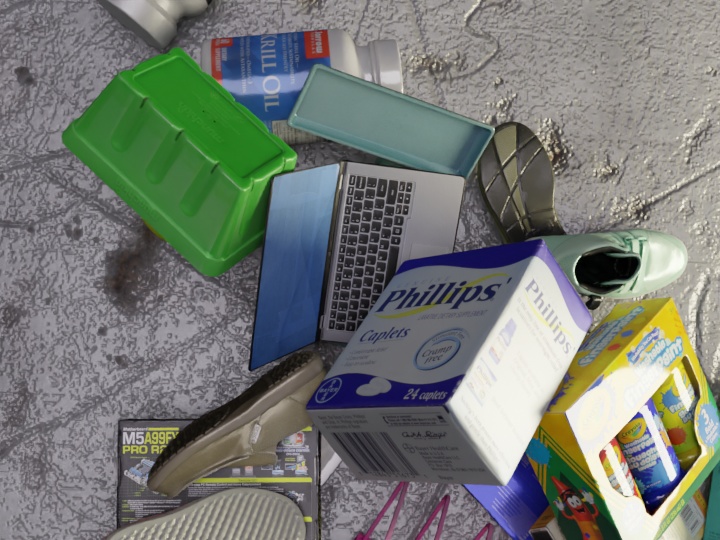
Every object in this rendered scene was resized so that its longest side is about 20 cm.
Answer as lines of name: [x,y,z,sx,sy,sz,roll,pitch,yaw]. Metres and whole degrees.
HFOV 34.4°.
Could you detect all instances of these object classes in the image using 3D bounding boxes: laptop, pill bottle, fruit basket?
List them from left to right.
fruit basket: [-0.173,-0.081,1.111,0.213,0.155,0.218,16,122,26]
pill bottle: [-0.180,-0.333,1.182,0.115,0.116,0.201,34,86,0]
pill bottle: [-0.059,-0.186,1.179,0.197,0.112,0.114,-6,87,-3]
laptop: [0.000,0.000,1.122,0.197,0.116,0.190,7,107,-7]

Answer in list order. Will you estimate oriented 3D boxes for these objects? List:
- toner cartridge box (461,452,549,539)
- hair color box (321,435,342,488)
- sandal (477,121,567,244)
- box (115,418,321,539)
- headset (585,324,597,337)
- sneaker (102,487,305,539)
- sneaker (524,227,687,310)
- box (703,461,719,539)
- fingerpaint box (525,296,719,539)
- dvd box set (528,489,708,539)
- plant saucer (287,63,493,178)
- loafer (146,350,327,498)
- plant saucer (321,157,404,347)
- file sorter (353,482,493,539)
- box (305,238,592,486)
toner cartridge box: [0.137,0.188,1.198,0.095,0.043,0.200,-43,89,-3]
hair color box: [-0.104,0.223,1.178,0.099,0.061,0.201,38,86,2]
sandal: [0.171,-0.054,1.211,0.079,0.057,0.203,-23,102,-9]
box: [-0.136,0.224,1.125,0.197,0.044,0.163,-1,83,0]
headset: [0.190,0.093,1.200,0.200,0.094,0.124,41,74,-15]
sneaker: [-0.156,0.253,1.072,0.198,0.105,0.076,-7,74,-30]
sneaker: [0.267,0.000,1.158,0.198,0.118,0.075,-3,99,-23]
box: [0.405,0.214,1.188,0.081,0.049,0.203,11,86,-30]
fingerpaint box: [0.249,0.148,1.086,0.199,0.073,0.168,-36,106,-37]
dvd box set: [0.262,0.249,1.145,0.200,0.029,0.147,-40,101,-36]
plant saucer: [0.030,-0.144,1.133,0.198,0.019,0.070,17,123,-21]
loafer: [-0.107,0.155,1.072,0.199,0.076,0.069,-34,100,2]
plant saucer: [0.016,-0.014,1.219,0.069,0.019,0.202,20,85,-1]
file sorter: [0.089,0.312,1.118,0.199,0.139,0.126,31,117,0]
box: [0.080,0.083,1.049,0.105,0.183,0.201,53,53,-24]
